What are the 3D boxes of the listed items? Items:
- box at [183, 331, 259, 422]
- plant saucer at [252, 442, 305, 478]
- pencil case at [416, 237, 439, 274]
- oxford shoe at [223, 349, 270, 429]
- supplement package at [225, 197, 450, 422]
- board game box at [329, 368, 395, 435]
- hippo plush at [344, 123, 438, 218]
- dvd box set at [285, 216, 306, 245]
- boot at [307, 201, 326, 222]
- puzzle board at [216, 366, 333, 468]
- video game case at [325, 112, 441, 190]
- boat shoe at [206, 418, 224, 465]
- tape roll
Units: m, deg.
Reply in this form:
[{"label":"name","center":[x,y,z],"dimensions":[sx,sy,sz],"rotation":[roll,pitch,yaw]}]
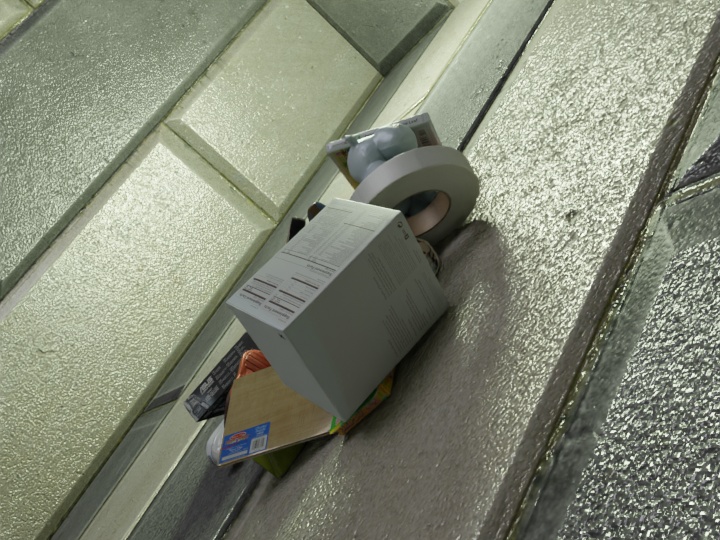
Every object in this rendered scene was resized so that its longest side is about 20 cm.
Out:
[{"label":"box","center":[-0.224,0.195,1.483],"dimensions":[0.200,0.050,0.157],"rotation":[-48,-17,17]},{"label":"plant saucer","center":[-0.103,0.202,1.181],"dimensions":[0.202,0.048,0.199],"rotation":[-55,13,-16]},{"label":"pencil case","center":[0.024,0.034,1.136],"dimensions":[0.200,0.078,0.089],"rotation":[-44,-4,29]},{"label":"oxford shoe","center":[-0.183,0.190,1.264],"dimensions":[0.073,0.070,0.200],"rotation":[-57,1,18]},{"label":"supplement package","center":[-0.026,0.040,0.953],"dimensions":[0.200,0.153,0.149],"rotation":[-44,32,-20]},{"label":"board game box","center":[0.012,0.130,1.020],"dimensions":[0.096,0.030,0.201],"rotation":[-45,11,28]},{"label":"hippo plush","center":[0.046,-0.134,1.224],"dimensions":[0.197,0.160,0.163],"rotation":[-30,48,12]},{"label":"dvd box set","center":[-0.130,0.020,1.375],"dimensions":[0.201,0.029,0.150],"rotation":[113,166,-61]},{"label":"boot","center":[-0.041,-0.086,1.515],"dimensions":[0.075,0.097,0.200],"rotation":[-47,-9,4]},{"label":"puzzle board","center":[-0.106,0.187,1.088],"dimensions":[0.196,0.018,0.153],"rotation":[-22,38,21]},{"label":"video game case","center":[0.055,-0.192,1.348],"dimensions":[0.178,0.023,0.200],"rotation":[-15,-22,13]},{"label":"boat shoe","center":[-0.193,0.249,1.355],"dimensions":[0.065,0.073,0.203],"rotation":[-19,38,46]},{"label":"tape roll","center":[0.073,-0.091,1.100],"dimensions":[0.203,0.200,0.038],"rotation":[-44,56,29]}]
